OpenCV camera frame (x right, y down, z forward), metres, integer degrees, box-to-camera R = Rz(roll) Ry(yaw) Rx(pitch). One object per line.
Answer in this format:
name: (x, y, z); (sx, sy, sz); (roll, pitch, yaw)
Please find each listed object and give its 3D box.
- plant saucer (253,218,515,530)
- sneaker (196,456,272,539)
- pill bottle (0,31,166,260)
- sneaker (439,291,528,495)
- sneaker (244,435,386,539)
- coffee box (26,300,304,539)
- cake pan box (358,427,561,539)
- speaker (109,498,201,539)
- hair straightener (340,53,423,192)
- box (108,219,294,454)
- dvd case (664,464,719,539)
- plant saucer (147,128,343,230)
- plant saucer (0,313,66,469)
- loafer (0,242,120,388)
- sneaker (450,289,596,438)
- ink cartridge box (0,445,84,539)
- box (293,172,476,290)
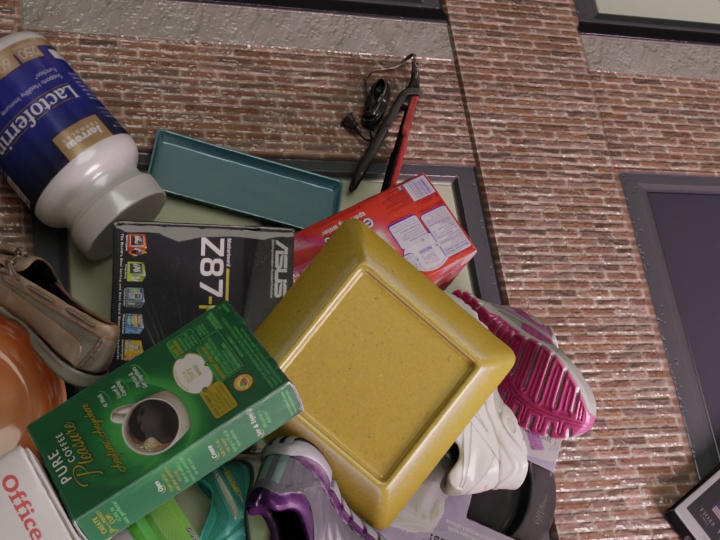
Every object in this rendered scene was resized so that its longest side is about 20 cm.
plant saucer: (0.008, 0.089, 1.107); (0.200, 0.048, 0.200); (40, 83, -4)
sneaker: (-0.108, 0.259, 1.102); (0.079, 0.078, 0.202); (-4, 60, 0)
pill bottle: (-0.278, -0.113, 1.193); (0.115, 0.116, 0.200); (-38, 81, -32)
sneaker: (0.079, 0.112, 1.178); (0.098, 0.078, 0.201); (-12, 67, -22)
sneaker: (-0.035, 0.239, 1.090); (0.201, 0.074, 0.088); (55, 37, -20)
coffee box: (-0.160, 0.120, 1.040); (0.199, 0.044, 0.123); (-33, 47, -12)
cake pan box: (0.086, 0.197, 1.208); (0.199, 0.052, 0.185); (26, 60, -7)
speaker: (-0.163, 0.240, 1.042); (0.088, 0.089, 0.200); (-23, 55, -29)
hair straightener: (0.021, -0.163, 1.376); (0.076, 0.041, 0.201); (24, 58, -8)
box: (-0.141, 0.060, 1.135); (0.159, 0.049, 0.202); (3, 88, -10)
dvd case: (0.423, 0.256, 1.320); (0.199, 0.025, 0.151); (-31, 77, -31)
plant saucer: (-0.116, -0.085, 1.298); (0.198, 0.019, 0.071); (15, 60, -12)
plant saucer: (-0.352, 0.119, 1.091); (0.198, 0.037, 0.202); (9, 60, -17)
loafer: (-0.277, 0.020, 1.121); (0.200, 0.063, 0.072); (41, 17, 26)
sneaker: (0.165, 0.087, 1.244); (0.088, 0.082, 0.200); (5, 30, -42)
ink cartridge box: (-0.303, 0.250, 0.979); (0.199, 0.084, 0.145); (-30, 77, -11)
box: (0.000, 0.000, 1.250); (0.199, 0.096, 0.100); (-27, 75, -29)
